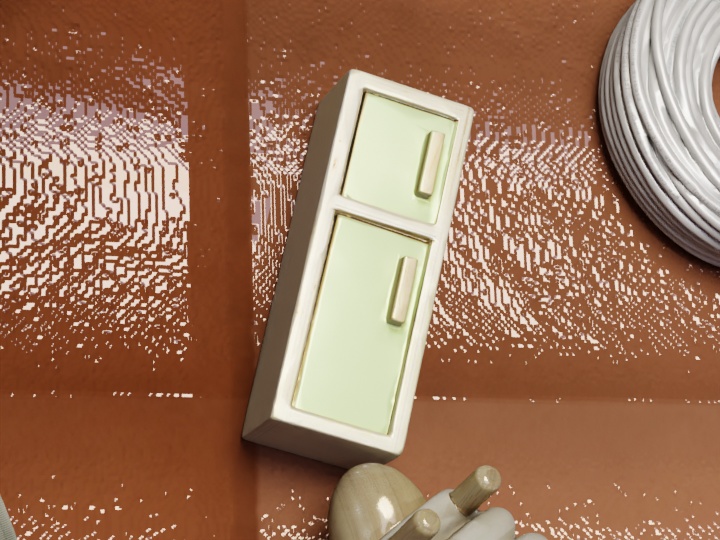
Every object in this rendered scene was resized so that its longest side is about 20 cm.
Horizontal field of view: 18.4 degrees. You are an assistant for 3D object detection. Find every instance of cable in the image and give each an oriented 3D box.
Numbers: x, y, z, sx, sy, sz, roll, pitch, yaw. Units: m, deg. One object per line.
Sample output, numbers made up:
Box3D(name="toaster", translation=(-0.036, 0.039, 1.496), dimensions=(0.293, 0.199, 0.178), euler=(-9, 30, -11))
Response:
Box3D(name="cable", translation=(0.239, -0.098, 1.307), dimensions=(0.200, 0.069, 0.200), euler=(42, 67, -3))

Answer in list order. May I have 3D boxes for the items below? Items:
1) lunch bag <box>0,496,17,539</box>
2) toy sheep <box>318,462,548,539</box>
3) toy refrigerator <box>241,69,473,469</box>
Box3D(name="lunch bag", translation=(-0.250, 0.147, 1.059), dimensions=(0.164, 0.118, 0.201), euler=(-24, 91, -22))
Box3D(name="toy sheep", translation=(0.054, 0.183, 1.140), dimensions=(0.138, 0.138, 0.200), euler=(-33, 79, -23))
Box3D(name="toy refrigerator", translation=(0.000, 0.000, 1.202), dimensions=(0.076, 0.070, 0.201), euler=(17, 71, -13))
